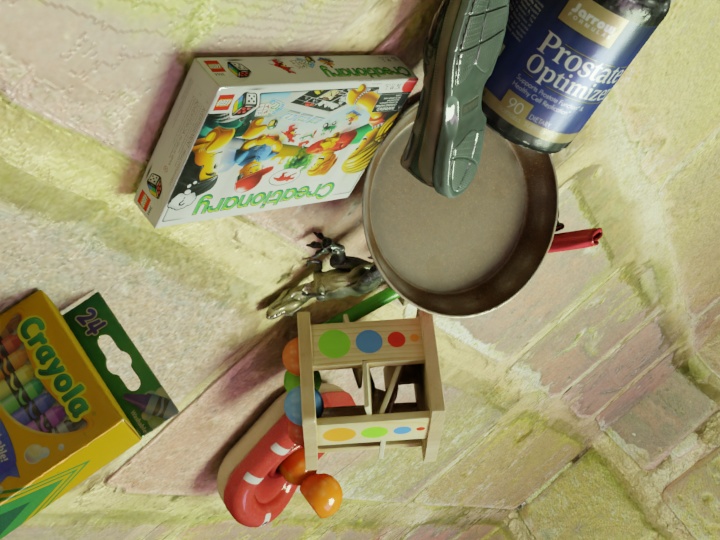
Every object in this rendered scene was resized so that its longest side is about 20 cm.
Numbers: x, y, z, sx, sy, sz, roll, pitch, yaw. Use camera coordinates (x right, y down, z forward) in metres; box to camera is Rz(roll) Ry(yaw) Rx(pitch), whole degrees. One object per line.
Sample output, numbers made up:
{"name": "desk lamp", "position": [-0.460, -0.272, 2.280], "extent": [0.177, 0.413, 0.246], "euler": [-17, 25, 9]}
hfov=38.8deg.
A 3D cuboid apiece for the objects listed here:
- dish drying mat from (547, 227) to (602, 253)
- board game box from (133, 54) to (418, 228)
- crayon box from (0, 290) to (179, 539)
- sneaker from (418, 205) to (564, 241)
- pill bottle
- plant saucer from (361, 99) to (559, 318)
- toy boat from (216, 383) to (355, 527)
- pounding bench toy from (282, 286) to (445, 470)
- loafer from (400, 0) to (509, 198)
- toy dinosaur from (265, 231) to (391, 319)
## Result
{"name": "dish drying mat", "position": [0.135, -0.018, 1.010], "extent": [0.199, 0.018, 0.077], "euler": [-7, -175, 21]}
{"name": "board game box", "position": [-0.058, -0.099, 0.753], "extent": [0.200, 0.035, 0.126], "euler": [-14, 146, -45]}
{"name": "crayon box", "position": [-0.247, 0.104, 0.721], "extent": [0.200, 0.126, 0.052], "euler": [-35, 156, -12]}
{"name": "sneaker", "position": [0.129, -0.064, 0.985], "extent": [0.112, 0.078, 0.200], "euler": [-8, -174, 32]}
{"name": "pill bottle", "position": [0.174, -0.202, 0.817], "extent": [0.112, 0.112, 0.200], "euler": [-13, 145, -46]}
{"name": "plant saucer", "position": [0.085, -0.059, 0.906], "extent": [0.200, 0.201, 0.034], "euler": [-31, -162, -18]}
{"name": "toy boat", "position": [-0.071, 0.235, 1.202], "extent": [0.200, 0.131, 0.130], "euler": [-49, 154, 20]}
{"name": "pounding bench toy", "position": [-0.004, 0.090, 1.074], "extent": [0.155, 0.201, 0.124], "euler": [-3, 147, -3]}
{"name": "loafer", "position": [0.066, -0.155, 0.794], "extent": [0.072, 0.063, 0.201], "euler": [-30, 135, -46]}
{"name": "toy dinosaur", "position": [0.000, 0.000, 0.951], "extent": [0.199, 0.048, 0.088], "euler": [-10, 150, 9]}
